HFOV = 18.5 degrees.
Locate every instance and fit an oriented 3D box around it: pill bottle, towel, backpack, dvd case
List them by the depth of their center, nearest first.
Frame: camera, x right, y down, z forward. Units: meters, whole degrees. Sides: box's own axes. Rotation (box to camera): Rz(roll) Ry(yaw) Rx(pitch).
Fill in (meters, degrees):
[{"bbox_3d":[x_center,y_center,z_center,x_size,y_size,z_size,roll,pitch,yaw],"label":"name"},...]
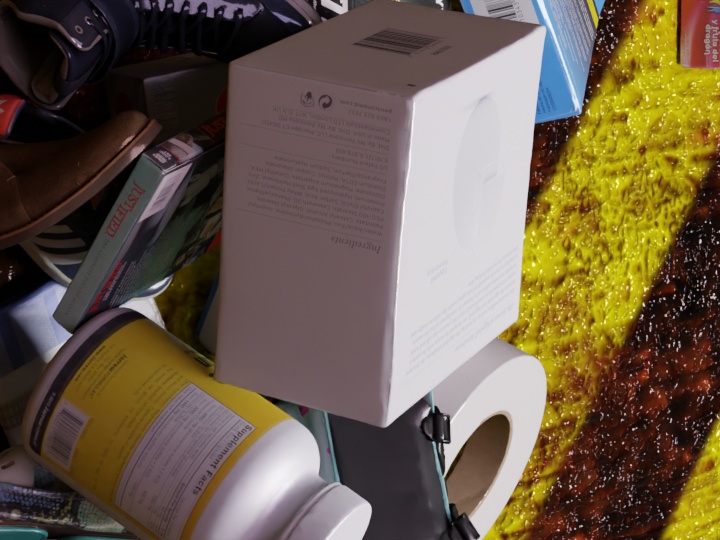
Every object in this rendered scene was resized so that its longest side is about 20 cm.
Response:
[{"bbox_3d":[-0.096,0.117,1.321,0.112,0.200,0.112,-50,162,-22],"label":"pill bottle"},{"bbox_3d":[-0.096,-0.049,1.356,0.200,0.022,0.146,-37,165,-50],"label":"dvd case"},{"bbox_3d":[-0.174,0.092,1.449,0.147,0.024,0.200,-34,117,-39],"label":"towel"},{"bbox_3d":[-0.027,0.162,1.459,0.153,0.200,0.176,-12,79,-18],"label":"backpack"}]

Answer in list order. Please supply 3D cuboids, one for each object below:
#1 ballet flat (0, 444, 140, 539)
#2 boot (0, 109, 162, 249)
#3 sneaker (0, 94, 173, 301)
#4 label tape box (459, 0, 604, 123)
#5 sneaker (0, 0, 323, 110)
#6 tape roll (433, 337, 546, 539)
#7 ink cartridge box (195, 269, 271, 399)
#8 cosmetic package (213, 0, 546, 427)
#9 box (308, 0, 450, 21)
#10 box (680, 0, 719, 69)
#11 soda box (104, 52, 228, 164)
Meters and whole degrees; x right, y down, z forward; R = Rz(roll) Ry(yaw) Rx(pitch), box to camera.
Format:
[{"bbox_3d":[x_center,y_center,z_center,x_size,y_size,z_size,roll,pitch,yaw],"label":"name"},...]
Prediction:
[{"bbox_3d":[-0.197,0.143,1.383,0.200,0.074,0.074,9,88,-33],"label":"ballet flat"},{"bbox_3d":[-0.209,-0.053,1.276,0.076,0.200,0.074,60,18,-10],"label":"boot"},{"bbox_3d":[-0.174,-0.043,1.369,0.200,0.084,0.075,35,61,-38],"label":"sneaker"},{"bbox_3d":[0.133,-0.224,1.715,0.200,0.063,0.144,-71,144,-54],"label":"label tape box"},{"bbox_3d":[-0.128,-0.141,1.350,0.202,0.077,0.146,24,44,-5],"label":"sneaker"},{"bbox_3d":[0.071,0.146,1.663,0.203,0.037,0.203,-43,149,-34],"label":"tape roll"},{"bbox_3d":[0.000,0.000,1.550,0.200,0.086,0.147,-7,127,-49],"label":"ink cartridge box"},{"bbox_3d":[0.013,-0.041,1.324,0.199,0.123,0.200,-33,130,-58],"label":"cosmetic package"},{"bbox_3d":[0.000,-0.155,1.599,0.160,0.049,0.200,-6,99,-46],"label":"box"},{"bbox_3d":[0.347,-0.277,1.940,0.100,0.095,0.200,-7,99,-49],"label":"box"},{"bbox_3d":[-0.066,-0.119,1.471,0.200,0.068,0.064,-15,106,-27],"label":"soda box"}]
